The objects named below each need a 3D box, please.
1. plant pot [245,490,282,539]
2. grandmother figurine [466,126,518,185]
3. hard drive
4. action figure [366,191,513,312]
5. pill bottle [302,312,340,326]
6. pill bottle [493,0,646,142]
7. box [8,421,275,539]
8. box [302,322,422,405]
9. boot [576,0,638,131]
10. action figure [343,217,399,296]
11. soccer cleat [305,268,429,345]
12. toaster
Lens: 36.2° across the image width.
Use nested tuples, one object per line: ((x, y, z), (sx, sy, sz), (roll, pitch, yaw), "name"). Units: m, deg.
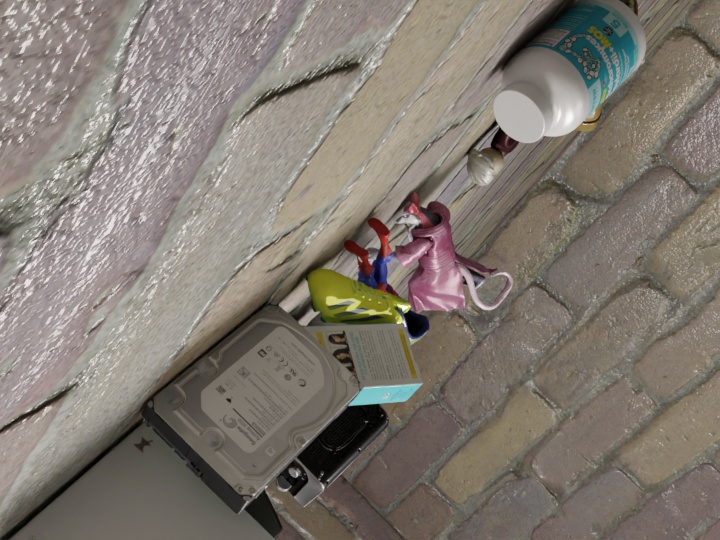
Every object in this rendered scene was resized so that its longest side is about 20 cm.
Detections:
((-0.222, 0.335, 1.399), (0.200, 0.177, 0.200), (-37, 167, -50), "plant pot")
((0.224, -0.204, 1.568), (0.200, 0.061, 0.121), (-50, 164, 0), "grandmother figurine")
((-0.105, 0.132, 1.121), (0.200, 0.140, 0.038), (-40, 170, -41), "hard drive")
((0.100, -0.019, 1.475), (0.134, 0.149, 0.200), (-53, 144, -26), "action figure")
((-0.086, 0.143, 1.401), (0.200, 0.112, 0.112), (-42, 172, -32), "pill bottle")
((0.239, -0.230, 1.286), (0.200, 0.111, 0.111), (-43, 172, -30), "pill bottle")
((-0.225, 0.304, 1.102), (0.200, 0.199, 0.171), (-41, 170, -39), "box")
((-0.035, 0.108, 1.236), (0.200, 0.082, 0.049), (0, 148, -27), "box")
((0.347, -0.321, 1.572), (0.200, 0.066, 0.175), (98, 0, -52), "boot")
((0.000, 0.000, 1.381), (0.065, 0.099, 0.200), (-41, 149, -19), "action figure")
((0.010, 0.039, 1.297), (0.084, 0.065, 0.200), (-22, 147, 26), "soccer cleat")
((-0.076, 0.215, 1.609), (0.200, 0.181, 0.119), (-40, 173, -40), "toaster")
